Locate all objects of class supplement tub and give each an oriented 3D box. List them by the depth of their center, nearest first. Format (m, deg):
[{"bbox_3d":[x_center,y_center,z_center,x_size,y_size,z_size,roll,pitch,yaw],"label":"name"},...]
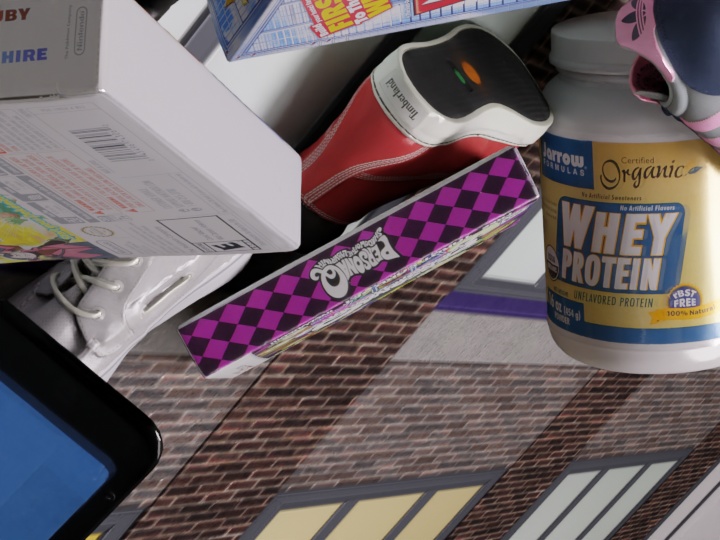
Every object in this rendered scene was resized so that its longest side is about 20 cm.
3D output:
[{"bbox_3d":[0.181,-0.052,1.153,0.144,0.144,0.202,-21,113,-44],"label":"supplement tub"}]

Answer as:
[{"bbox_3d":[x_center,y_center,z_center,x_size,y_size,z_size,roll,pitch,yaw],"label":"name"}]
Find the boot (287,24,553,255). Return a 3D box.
[{"bbox_3d":[0.020,-0.066,1.061,0.144,0.073,0.200,-40,168,27],"label":"boot"}]

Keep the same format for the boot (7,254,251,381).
[{"bbox_3d":[-0.128,-0.003,0.908,0.200,0.073,0.096,-42,155,-29],"label":"boot"}]

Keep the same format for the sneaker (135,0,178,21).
[{"bbox_3d":[-0.117,-0.133,0.628,0.071,0.098,0.200,-43,158,5],"label":"sneaker"}]

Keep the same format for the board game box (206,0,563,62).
[{"bbox_3d":[0.024,-0.163,0.773,0.198,0.062,0.200,-18,158,-2],"label":"board game box"}]

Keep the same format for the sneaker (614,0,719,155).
[{"bbox_3d":[0.190,-0.101,1.013,0.081,0.071,0.200,-3,155,19],"label":"sneaker"}]

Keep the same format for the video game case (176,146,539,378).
[{"bbox_3d":[0.000,0.000,1.044,0.199,0.036,0.181,-29,177,-1],"label":"video game case"}]

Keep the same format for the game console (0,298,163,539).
[{"bbox_3d":[-0.220,0.101,0.835,0.200,0.117,0.175,-46,160,19],"label":"game console"}]

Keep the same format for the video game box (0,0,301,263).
[{"bbox_3d":[-0.135,-0.046,0.683,0.180,0.047,0.200,-4,165,15],"label":"video game box"}]
